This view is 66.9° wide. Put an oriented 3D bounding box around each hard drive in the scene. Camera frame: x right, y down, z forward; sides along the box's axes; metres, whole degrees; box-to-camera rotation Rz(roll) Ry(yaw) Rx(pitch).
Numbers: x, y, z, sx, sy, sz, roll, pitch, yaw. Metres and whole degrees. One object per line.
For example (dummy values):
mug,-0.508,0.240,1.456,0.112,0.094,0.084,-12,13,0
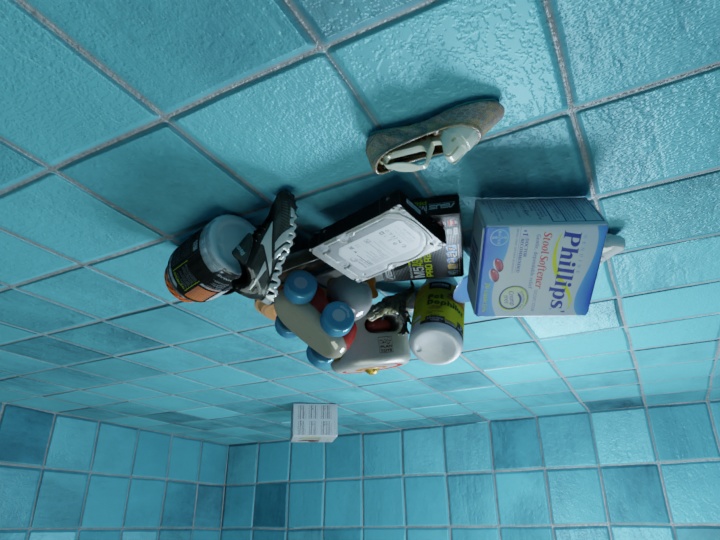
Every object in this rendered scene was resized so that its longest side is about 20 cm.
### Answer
hard drive,0.028,-0.051,0.937,0.199,0.038,0.140,-22,140,33

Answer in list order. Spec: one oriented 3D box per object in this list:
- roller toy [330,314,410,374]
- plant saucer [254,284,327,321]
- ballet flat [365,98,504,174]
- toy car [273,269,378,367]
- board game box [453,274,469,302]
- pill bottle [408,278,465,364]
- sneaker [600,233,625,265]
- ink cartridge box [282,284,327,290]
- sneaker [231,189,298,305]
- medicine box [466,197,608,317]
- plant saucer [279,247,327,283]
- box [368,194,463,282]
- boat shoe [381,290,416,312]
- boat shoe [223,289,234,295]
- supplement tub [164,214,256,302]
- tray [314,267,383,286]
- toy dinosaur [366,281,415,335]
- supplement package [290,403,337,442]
roller toy,0.017,0.163,1.222,0.182,0.140,0.200,-14,164,20
plant saucer,-0.139,0.084,1.227,0.199,0.032,0.201,0,155,0
ballet flat,0.102,-0.174,0.752,0.199,0.068,0.068,-13,152,24
toy car,-0.053,0.058,1.095,0.177,0.200,0.185,39,146,10
board game box,0.263,-0.010,1.091,0.200,0.039,0.158,-33,154,7
pill bottle,0.165,0.094,1.148,0.109,0.200,0.110,6,127,8
sneaker,0.430,0.001,1.074,0.200,0.100,0.078,-30,144,33
ink cartridge box,-0.095,0.075,1.298,0.176,0.045,0.200,-17,150,31
sneaker,-0.164,-0.040,0.908,0.090,0.201,0.066,10,-165,-30
medicine box,0.295,-0.022,0.941,0.199,0.103,0.183,-1,121,2
plant saucer,-0.138,-0.005,1.062,0.199,0.032,0.200,-23,177,-1
box,0.107,-0.052,1.005,0.159,0.044,0.200,-5,146,9
boat shoe,0.147,0.070,1.294,0.199,0.057,0.067,8,-171,-10
boat shoe,-0.235,-0.001,1.122,0.068,0.057,0.200,20,148,-36
supplement tub,-0.279,-0.014,1.018,0.122,0.123,0.200,21,147,-38
tray,0.000,0.000,1.168,0.199,0.022,0.107,-21,148,36
toy dinosaur,0.083,0.082,1.140,0.047,0.089,0.200,-11,-169,33
supplement package,-0.215,0.697,2.484,0.199,0.148,0.191,3,155,-9
